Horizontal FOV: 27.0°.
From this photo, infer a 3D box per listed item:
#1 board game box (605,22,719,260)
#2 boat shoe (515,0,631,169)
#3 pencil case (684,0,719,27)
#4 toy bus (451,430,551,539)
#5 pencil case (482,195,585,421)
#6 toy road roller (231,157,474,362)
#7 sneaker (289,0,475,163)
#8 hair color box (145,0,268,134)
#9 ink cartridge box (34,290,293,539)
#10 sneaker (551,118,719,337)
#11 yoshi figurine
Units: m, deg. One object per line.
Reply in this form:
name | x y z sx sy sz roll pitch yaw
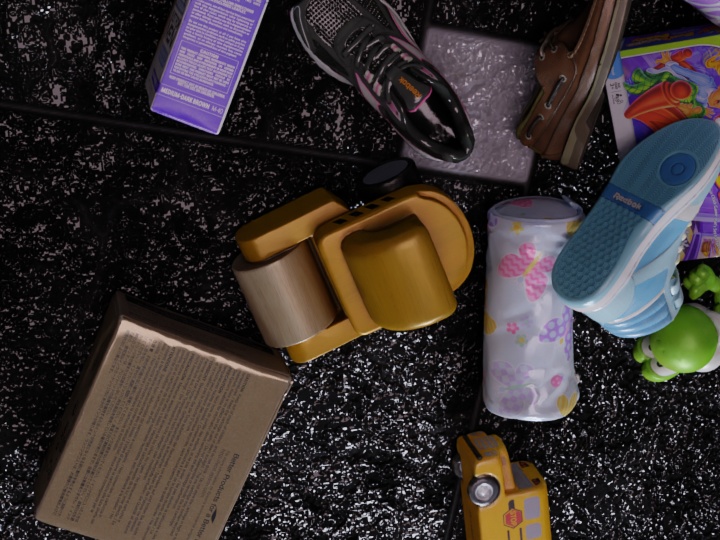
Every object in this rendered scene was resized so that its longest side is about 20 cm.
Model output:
board game box | 0.296 -0.111 1.319 0.133 0.045 0.202 -7 111 20
boat shoe | 0.177 -0.172 1.256 0.067 0.072 0.201 21 131 9
pencil case | 0.264 -0.266 1.196 0.199 0.084 0.086 24 88 -47
toy bus | 0.138 0.252 1.421 0.077 0.065 0.202 -10 109 -9
pencil case | 0.155 0.035 1.344 0.090 0.083 0.202 0 107 2
toy road roller | 0.000 0.000 1.267 0.199 0.146 0.124 -25 111 -3
sneaker | 0.031 -0.165 1.252 0.200 0.086 0.081 38 95 -20
hair color box | -0.110 -0.221 1.192 0.064 0.109 0.201 20 102 -16
ink cartridge box | -0.175 0.142 1.314 0.164 0.075 0.201 22 101 -19
sneaker | 0.260 -0.030 1.307 0.200 0.080 0.130 -49 136 2
yoshi figurine | 0.342 0.042 1.362 0.199 0.113 0.112 -29 130 8
